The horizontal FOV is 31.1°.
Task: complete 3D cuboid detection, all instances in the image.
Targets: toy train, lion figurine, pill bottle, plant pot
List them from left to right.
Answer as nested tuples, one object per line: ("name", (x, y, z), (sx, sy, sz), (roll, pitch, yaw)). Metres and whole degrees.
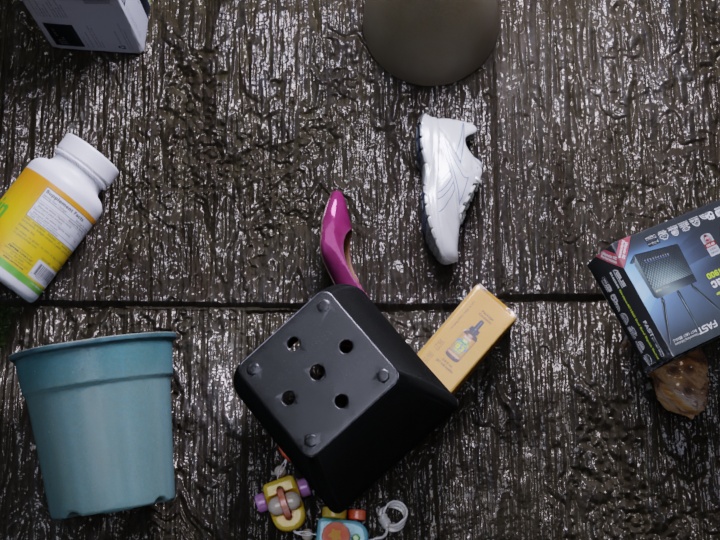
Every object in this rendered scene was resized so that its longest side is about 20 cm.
("pill bottle", (-0.398, -0.070, 1.634), (0.111, 0.111, 0.201), (34, 79, 10))
("plant pot", (-0.305, 0.185, 1.532), (0.198, 0.200, 0.198), (-8, 83, 0))
("toy train", (-0.044, 0.263, 1.562), (0.200, 0.056, 0.150), (43, 81, 12))
("plant pot", (-0.030, 0.131, 1.474), (0.200, 0.178, 0.200), (-41, 73, -3))
("plant pot", (0.090, -0.362, 1.644), (0.185, 0.200, 0.189), (-1, 75, 2))
("lion figurine", (0.394, 0.072, 1.587), (0.122, 0.073, 0.201), (25, 74, 1))

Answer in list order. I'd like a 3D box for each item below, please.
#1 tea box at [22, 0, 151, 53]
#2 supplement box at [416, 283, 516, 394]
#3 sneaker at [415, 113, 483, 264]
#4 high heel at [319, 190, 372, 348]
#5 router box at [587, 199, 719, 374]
("tea box", (-0.351, -0.415, 1.675), (0.132, 0.200, 0.199), (4, 76, 4))
("supplement box", (0.105, 0.115, 1.590), (0.066, 0.069, 0.200), (40, 82, 12))
("sneaker", (0.116, -0.106, 1.645), (0.086, 0.075, 0.202), (-1, 76, -3))
("high heel", (0.000, 0.000, 1.622), (0.095, 0.067, 0.202), (-1, 90, 12))
("router box", (0.390, 0.016, 1.545), (0.199, 0.062, 0.151), (-21, 76, -28))
